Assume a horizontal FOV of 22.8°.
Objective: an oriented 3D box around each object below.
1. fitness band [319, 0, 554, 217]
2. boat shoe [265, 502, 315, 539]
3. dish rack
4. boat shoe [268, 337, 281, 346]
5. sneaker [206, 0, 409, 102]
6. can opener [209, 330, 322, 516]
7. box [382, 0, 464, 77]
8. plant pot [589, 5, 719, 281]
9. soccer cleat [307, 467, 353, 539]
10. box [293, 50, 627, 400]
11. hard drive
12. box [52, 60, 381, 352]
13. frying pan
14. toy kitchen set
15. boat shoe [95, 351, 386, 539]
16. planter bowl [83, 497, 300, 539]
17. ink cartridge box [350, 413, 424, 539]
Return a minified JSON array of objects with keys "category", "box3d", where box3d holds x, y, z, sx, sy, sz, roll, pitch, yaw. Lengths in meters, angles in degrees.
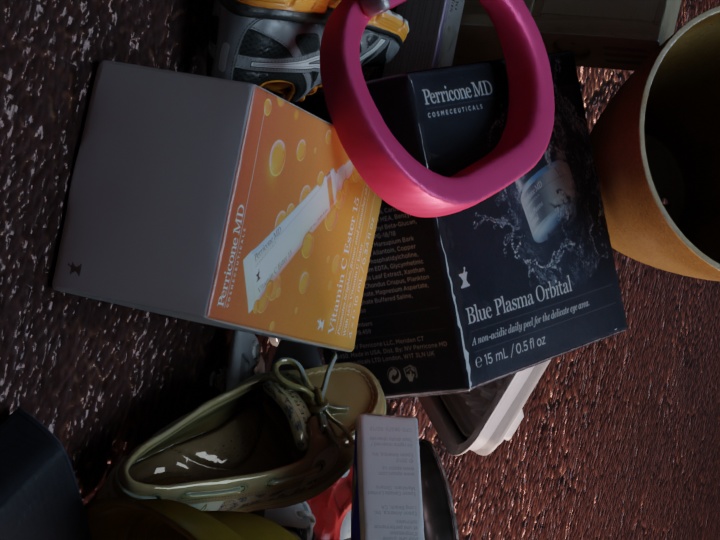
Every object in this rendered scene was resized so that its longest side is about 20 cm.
[{"category":"fitness band","box3d":[0.051,-0.112,1.061,0.200,0.037,0.144,-31,100,-50]},{"category":"boat shoe","box3d":[-0.066,0.168,1.141,0.200,0.068,0.072,-50,144,-49]},{"category":"dish rack","box3d":[0.117,0.038,1.364,0.201,0.043,0.172,-60,-159,12]},{"category":"boat shoe","box3d":[0.000,0.000,1.234,0.200,0.060,0.076,-45,139,-54]},{"category":"sneaker","box3d":[-0.037,-0.140,1.085,0.200,0.078,0.078,0,112,-63]},{"category":"can opener","box3d":[-0.066,0.123,1.084,0.053,0.066,0.201,59,32,-53]},{"category":"box","box3d":[0.044,-0.158,1.296,0.039,0.041,0.201,18,82,-67]},{"category":"plant pot","box3d":[0.232,-0.073,1.256,0.200,0.185,0.187,162,-54,-69]},{"category":"soccer cleat","box3d":[-0.033,0.180,1.242,0.085,0.068,0.200,-52,-168,34]},{"category":"box","box3d":[0.064,-0.031,1.181,0.196,0.117,0.201,-15,94,-50]},{"category":"hard drive","box3d":[-0.181,0.187,0.914,0.135,0.042,0.201,-47,141,-52]},{"category":"box","box3d":[-0.071,-0.030,1.007,0.200,0.097,0.125,18,83,-67]},{"category":"frying pan","box3d":[0.041,0.156,1.329,0.190,0.031,0.115,-111,-163,-47]},{"category":"toy kitchen set","box3d":[0.152,-0.122,1.370,0.200,0.179,0.164,61,41,-57]},{"category":"boat shoe","box3d":[-0.060,0.100,1.035,0.199,0.073,0.063,-28,157,-34]},{"category":"planter bowl","box3d":[-0.065,0.193,0.956,0.083,0.200,0.201,-29,128,-39]},{"category":"ink cartridge box","box3d":[0.014,0.219,1.039,0.199,0.043,0.201,92,-1,-53]}]
